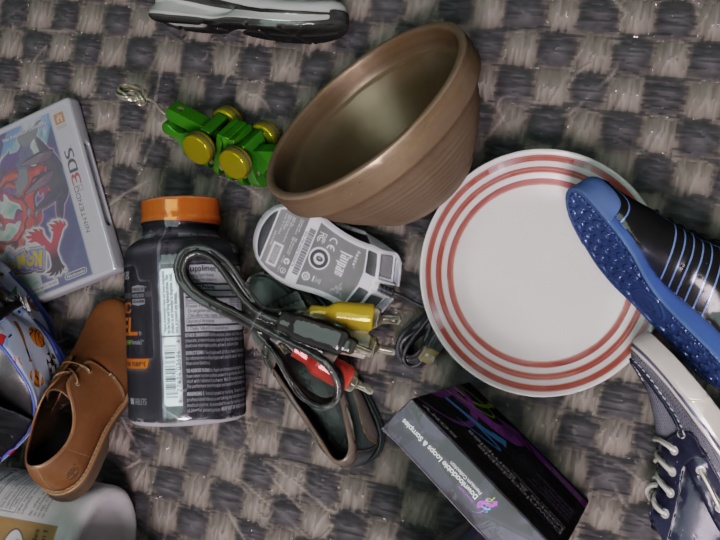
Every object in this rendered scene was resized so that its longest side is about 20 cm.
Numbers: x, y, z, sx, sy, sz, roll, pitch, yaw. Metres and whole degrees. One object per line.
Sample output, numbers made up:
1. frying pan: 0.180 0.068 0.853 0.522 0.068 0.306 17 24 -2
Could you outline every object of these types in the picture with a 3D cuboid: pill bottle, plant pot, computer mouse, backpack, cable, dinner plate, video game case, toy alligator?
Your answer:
1. pill bottle: -0.158 0.034 0.885 0.106 0.106 0.201 -3 87 19
2. plant pot: 0.026 -0.102 0.809 0.200 0.201 0.093 -33 119 16
3. computer mouse: 0.000 0.000 0.866 0.199 0.044 0.110 28 102 12
4. pill bottle: -0.325 0.247 0.932 0.199 0.114 0.115 4 90 19
5. backpack: -0.376 0.090 0.927 0.200 0.154 0.191 -37 92 25
6. cable: -0.070 0.049 0.833 0.199 0.050 0.098 22 94 6
7. dinner plate: 0.148 0.002 0.804 0.199 0.024 0.201 0 90 4
8. video game case: -0.347 -0.054 0.995 0.199 0.023 0.183 -20 82 18
9. toy alligator: -0.142 -0.119 0.913 0.199 0.059 0.054 23 137 18

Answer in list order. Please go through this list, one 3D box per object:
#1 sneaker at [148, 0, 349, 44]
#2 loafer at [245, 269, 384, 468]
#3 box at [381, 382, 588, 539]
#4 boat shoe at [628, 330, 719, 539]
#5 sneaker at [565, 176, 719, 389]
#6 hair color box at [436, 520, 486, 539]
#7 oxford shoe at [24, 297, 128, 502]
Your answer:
1. sneaker: -0.098 -0.272 0.886 0.200 0.076 0.116 12 94 21
2. loafer: -0.046 0.082 0.866 0.072 0.063 0.200 -36 78 15
3. box: 0.102 0.150 0.742 0.143 0.200 0.036 45 102 14
4. boat shoe: 0.247 0.151 0.756 0.093 0.075 0.200 -36 79 7
5. sneaker: 0.245 -0.004 0.761 0.078 0.070 0.200 -40 89 -13
6. hair color box: 0.068 0.239 0.751 0.099 0.200 0.061 -36 78 15
7. oxford shoe: -0.251 0.103 0.899 0.071 0.071 0.201 0 56 16
